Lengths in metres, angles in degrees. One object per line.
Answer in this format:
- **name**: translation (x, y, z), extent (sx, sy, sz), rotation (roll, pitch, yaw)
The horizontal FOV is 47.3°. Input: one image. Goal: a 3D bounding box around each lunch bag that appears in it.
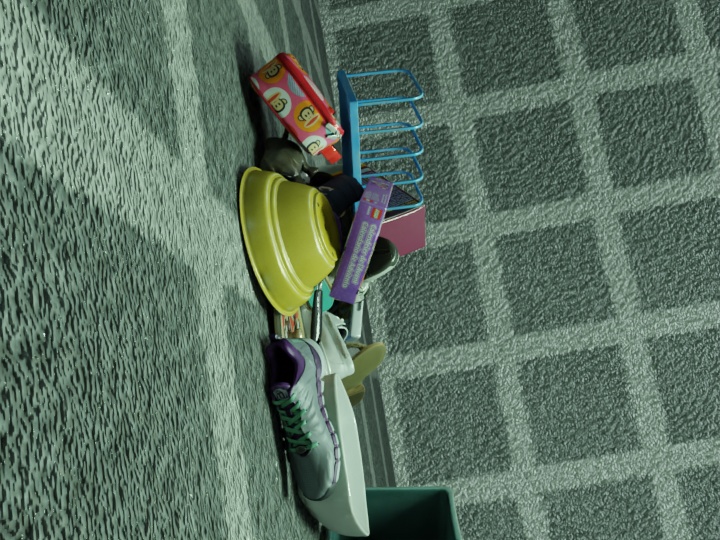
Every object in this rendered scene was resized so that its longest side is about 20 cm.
- **lunch bag**: translation (-0.087, -0.240, 1.259), extent (0.177, 0.082, 0.200), rotation (52, 5, -9)

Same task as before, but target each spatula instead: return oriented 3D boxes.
- **spatula**: translation (-0.052, 0.014, 1.170), extent (0.056, 0.020, 0.202), rotation (9, 90, -58)

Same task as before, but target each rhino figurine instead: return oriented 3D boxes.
- **rhino figurine**: translation (-0.111, -0.166, 1.256), extent (0.087, 0.060, 0.200), rotation (41, 17, -18)

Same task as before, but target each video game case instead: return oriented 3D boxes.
- **video game case**: translation (-0.027, 0.052, 1.524), extent (0.200, 0.022, 0.183), rotation (138, -41, -68)

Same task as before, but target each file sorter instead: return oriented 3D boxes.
- **file sorter**: translation (0.034, -0.211, 1.341), extent (0.139, 0.122, 0.201), rotation (-105, -169, -56)

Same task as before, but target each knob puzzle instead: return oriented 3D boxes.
- **knob puzzle**: translation (-0.090, 0.089, 1.144), extent (0.220, 0.030, 0.222), rotation (-6, 90, -86)

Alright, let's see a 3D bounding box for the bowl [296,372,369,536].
- **bowl**: translation (-0.044, 0.259, 1.136), extent (0.200, 0.074, 0.201), rotation (75, 7, -60)

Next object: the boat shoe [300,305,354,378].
- **boat shoe**: translation (-0.054, 0.102, 1.300), extent (0.200, 0.068, 0.072), rotation (-116, -160, -61)

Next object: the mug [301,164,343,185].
- **mug**: translation (-0.067, -0.096, 1.666), extent (0.133, 0.177, 0.201), rotation (22, -53, 50)

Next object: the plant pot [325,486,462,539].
- **plant pot**: translation (0.050, 0.464, 1.251), extent (0.196, 0.195, 0.202), rotation (-84, 173, -78)

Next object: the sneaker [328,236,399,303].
- **sneaker**: translation (0.000, 0.000, 1.344), extent (0.115, 0.200, 0.076), rotation (19, 62, -49)

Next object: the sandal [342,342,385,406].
- **sandal**: translation (-0.019, 0.156, 1.377), extent (0.070, 0.077, 0.212), rotation (61, -27, 28)

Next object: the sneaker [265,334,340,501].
- **sneaker**: translation (-0.081, 0.177, 0.992), extent (0.087, 0.074, 0.201), rotation (24, 51, -58)

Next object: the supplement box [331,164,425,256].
- **supplement box**: translation (0.014, -0.101, 1.436), extent (0.200, 0.110, 0.086), rotation (41, -36, 47)

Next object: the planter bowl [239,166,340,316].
- **planter bowl**: translation (-0.078, -0.048, 1.071), extent (0.200, 0.083, 0.202), rotation (-15, 90, -76)

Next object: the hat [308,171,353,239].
- **hat**: translation (-0.071, -0.064, 1.411), extent (0.201, 0.081, 0.202), rotation (45, -33, 40)

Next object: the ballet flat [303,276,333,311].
- **ballet flat**: translation (-0.096, -0.022, 1.246), extent (0.065, 0.070, 0.201), rotation (43, -25, 52)

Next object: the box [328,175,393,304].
- **box**: translation (0.004, -0.048, 1.151), extent (0.200, 0.039, 0.138), rotation (-72, 180, -73)

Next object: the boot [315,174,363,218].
- **boot**: translation (-0.059, -0.102, 1.285), extent (0.073, 0.090, 0.200), rotation (57, -14, -16)
